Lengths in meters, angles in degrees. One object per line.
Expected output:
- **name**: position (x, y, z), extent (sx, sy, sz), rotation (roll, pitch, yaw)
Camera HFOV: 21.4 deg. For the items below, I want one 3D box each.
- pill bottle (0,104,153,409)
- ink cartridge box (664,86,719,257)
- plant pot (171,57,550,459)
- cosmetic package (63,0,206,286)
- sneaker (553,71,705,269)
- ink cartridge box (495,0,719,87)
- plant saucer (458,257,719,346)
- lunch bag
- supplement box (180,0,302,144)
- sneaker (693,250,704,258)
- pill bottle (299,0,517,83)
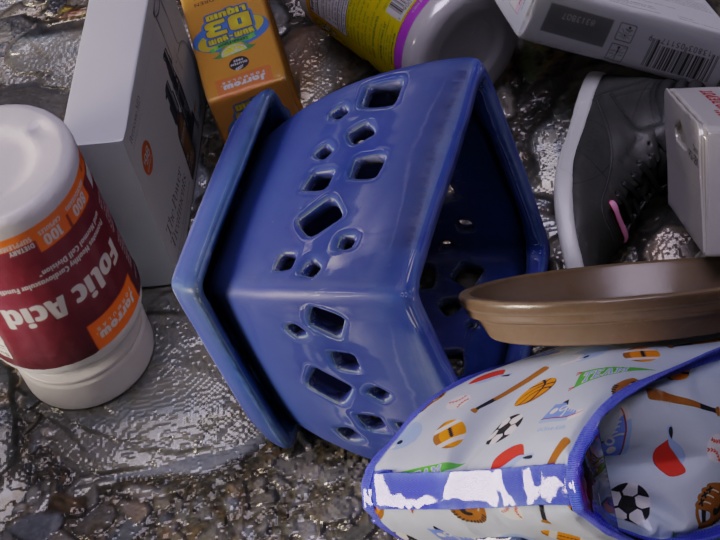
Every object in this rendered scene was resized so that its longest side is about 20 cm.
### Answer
- **pill bottle**: position (-0.212, -0.003, 1.268), extent (0.114, 0.200, 0.114), rotation (-9, 49, 10)
- **ink cartridge box**: position (0.298, -0.067, 1.191), extent (0.200, 0.083, 0.147), rotation (-2, 15, 1)
- **plant pot**: position (0.000, 0.000, 1.211), extent (0.180, 0.200, 0.200), rotation (0, 51, 24)
- **cosmetic package**: position (-0.160, -0.111, 1.381), extent (0.052, 0.151, 0.200), rotation (-6, 49, 11)
- **sneaker**: position (0.191, -0.066, 1.290), extent (0.099, 0.071, 0.200), rotation (-2, 45, 21)
- **ink cartridge box**: position (0.166, -0.213, 1.397), extent (0.162, 0.057, 0.200), rotation (11, 26, -21)
- **plant saucer**: position (0.157, 0.017, 1.094), extent (0.200, 0.029, 0.200), rotation (-6, 4, 0)
- **lunch bag**: position (0.123, 0.104, 1.039), extent (0.200, 0.124, 0.170), rotation (-11, 0, -43)
- **supplement box**: position (-0.096, -0.180, 1.480), extent (0.067, 0.069, 0.200), rotation (-19, 49, 1)
- **sneaker**: position (0.224, 0.032, 1.206), extent (0.200, 0.078, 0.099), rotation (-25, 37, -13)
- **pill bottle**: position (0.021, -0.210, 1.445), extent (0.104, 0.104, 0.200), rotation (-36, 49, -16)
